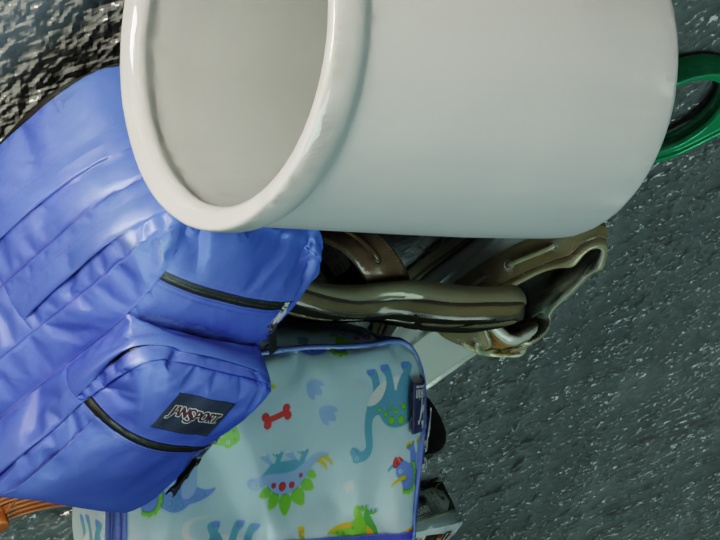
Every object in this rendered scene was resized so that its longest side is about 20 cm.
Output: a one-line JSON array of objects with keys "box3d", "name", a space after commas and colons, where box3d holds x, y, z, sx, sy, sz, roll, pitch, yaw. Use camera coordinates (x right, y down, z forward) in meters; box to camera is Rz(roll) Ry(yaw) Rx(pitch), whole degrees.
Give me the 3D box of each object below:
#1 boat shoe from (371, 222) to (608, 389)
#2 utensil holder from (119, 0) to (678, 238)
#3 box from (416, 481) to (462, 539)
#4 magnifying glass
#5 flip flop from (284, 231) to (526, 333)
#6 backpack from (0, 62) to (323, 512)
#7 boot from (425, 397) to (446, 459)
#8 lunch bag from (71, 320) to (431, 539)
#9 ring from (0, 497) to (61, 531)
[{"box3d": [0.074, 0.019, 1.441, 0.075, 0.069, 0.200, -1, 142, -38], "name": "boat shoe"}, {"box3d": [0.018, -0.097, 1.089, 0.200, 0.170, 0.170, 4, 139, -38], "name": "utensil holder"}, {"box3d": [-0.027, 0.230, 1.732, 0.137, 0.040, 0.200, -8, 146, -33], "name": "box"}, {"box3d": [0.231, -0.106, 1.423, 0.199, 0.022, 0.080, -12, 148, -21], "name": "magnifying glass"}, {"box3d": [0.000, 0.000, 1.352, 0.199, 0.058, 0.081, 5, 174, -19], "name": "flip flop"}, {"box3d": [-0.114, 0.010, 1.176, 0.200, 0.168, 0.162, -43, 154, 21], "name": "backpack"}, {"box3d": [-0.055, 0.132, 1.522, 0.200, 0.078, 0.138, 9, 140, -45], "name": "boot"}, {"box3d": [-0.060, 0.110, 1.373, 0.199, 0.082, 0.161, 1, 99, -28], "name": "lunch bag"}, {"box3d": [-0.213, 0.189, 1.534, 0.200, 0.019, 0.201, -20, 150, -12], "name": "ring"}]
